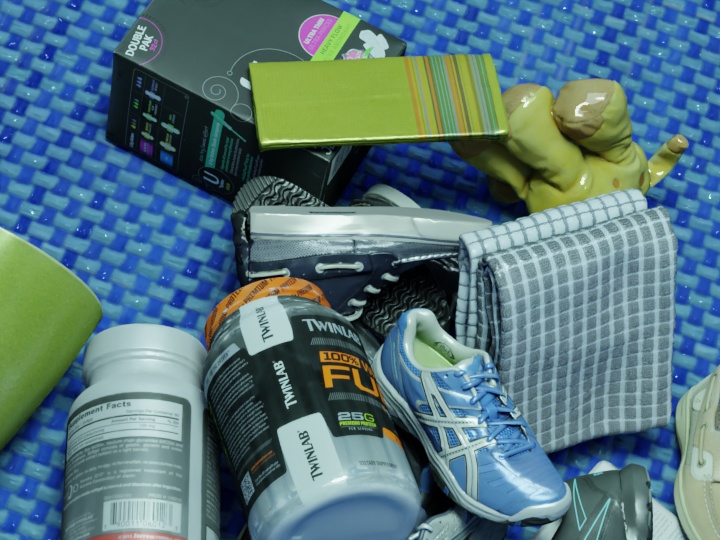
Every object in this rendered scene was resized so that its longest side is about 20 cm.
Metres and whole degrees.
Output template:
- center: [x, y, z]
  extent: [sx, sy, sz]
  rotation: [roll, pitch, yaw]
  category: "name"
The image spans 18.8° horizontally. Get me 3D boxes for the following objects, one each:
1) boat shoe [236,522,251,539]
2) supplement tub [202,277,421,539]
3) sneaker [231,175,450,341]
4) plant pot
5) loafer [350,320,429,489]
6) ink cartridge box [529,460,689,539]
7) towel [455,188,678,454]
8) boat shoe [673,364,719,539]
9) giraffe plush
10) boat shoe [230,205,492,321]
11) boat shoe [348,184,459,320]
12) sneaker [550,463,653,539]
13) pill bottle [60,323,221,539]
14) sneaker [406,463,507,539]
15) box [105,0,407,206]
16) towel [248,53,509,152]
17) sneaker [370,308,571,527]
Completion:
- center: [-0.056, 0.197, 1.606]
  extent: [0.075, 0.075, 0.203]
  rotation: [15, 56, -1]
  category: "boat shoe"
- center: [-0.041, 0.110, 1.553]
  extent: [0.122, 0.123, 0.200]
  rotation: [-9, 52, -17]
  category: "supplement tub"
- center: [-0.015, -0.006, 1.739]
  extent: [0.200, 0.093, 0.070]
  rotation: [33, 86, -2]
  category: "sneaker"
- center: [-0.314, 0.079, 1.589]
  extent: [0.187, 0.187, 0.200]
  rotation: [23, 71, 4]
  category: "plant pot"
- center: [-0.004, 0.095, 1.687]
  extent: [0.201, 0.068, 0.070]
  rotation: [42, 50, 12]
  category: "loafer"
- center: [0.189, 0.266, 1.629]
  extent: [0.176, 0.045, 0.200]
  rotation: [38, 59, 15]
  category: "ink cartridge box"
- center: [0.160, 0.050, 1.669]
  extent: [0.165, 0.200, 0.086]
  rotation: [-18, 33, -23]
  category: "towel"
- center: [0.288, 0.150, 1.683]
  extent: [0.072, 0.065, 0.200]
  rotation: [21, 39, -15]
  category: "boat shoe"
- center: [0.172, -0.043, 1.783]
  extent: [0.200, 0.172, 0.162]
  rotation: [25, 60, -37]
  category: "giraffe plush"
- center: [0.000, 0.000, 1.664]
  extent: [0.200, 0.075, 0.093]
  rotation: [1, 98, 0]
  category: "boat shoe"
- center: [0.065, 0.006, 1.757]
  extent: [0.200, 0.074, 0.060]
  rotation: [38, 58, 17]
  category: "boat shoe"
- center: [0.176, 0.234, 1.590]
  extent: [0.079, 0.075, 0.200]
  rotation: [-1, 49, 6]
  category: "sneaker"
- center: [-0.159, 0.148, 1.594]
  extent: [0.116, 0.116, 0.200]
  rotation: [4, 56, -8]
  category: "pill bottle"
- center: [0.034, 0.218, 1.593]
  extent: [0.077, 0.085, 0.200]
  rotation: [-5, 39, 35]
  category: "sneaker"
- center: [-0.088, -0.149, 1.796]
  extent: [0.200, 0.124, 0.149]
  rotation: [27, 57, 8]
  category: "box"
- center: [0.014, -0.133, 1.721]
  extent: [0.200, 0.018, 0.086]
  rotation: [-3, 55, -9]
  category: "towel"
- center: [0.079, 0.109, 1.596]
  extent: [0.076, 0.077, 0.200]
  rotation: [-25, 56, -36]
  category: "sneaker"
